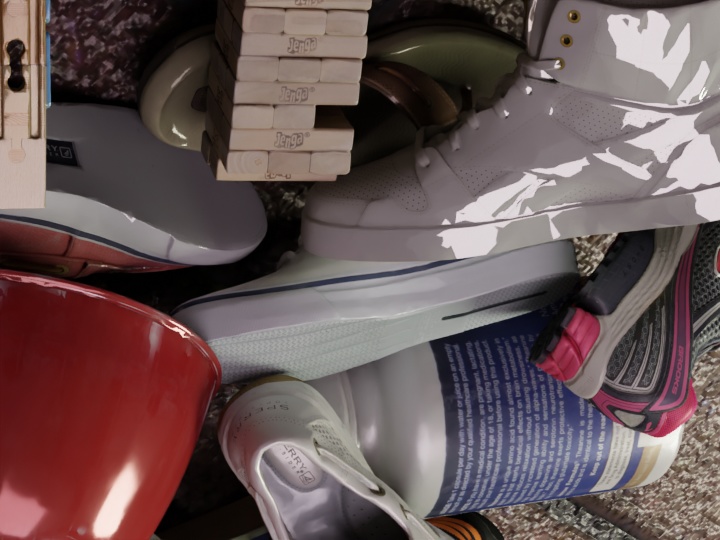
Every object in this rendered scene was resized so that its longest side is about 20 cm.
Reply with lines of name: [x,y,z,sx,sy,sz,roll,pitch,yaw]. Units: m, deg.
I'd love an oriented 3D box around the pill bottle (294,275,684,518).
pill bottle: [0.050,0.064,1.036,0.200,0.111,0.111,-6,130,-21]

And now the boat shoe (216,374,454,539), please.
boat shoe: [0.005,0.139,0.951,0.071,0.069,0.200,-38,111,7]

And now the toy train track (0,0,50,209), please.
toy train track: [-0.136,-0.125,0.812,0.114,0.033,0.201,-2,105,-14]

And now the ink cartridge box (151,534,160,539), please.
ink cartridge box: [-0.090,0.240,1.060,0.084,0.146,0.200,-29,130,17]

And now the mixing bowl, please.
mixing bowl: [-0.162,0.087,0.897,0.200,0.109,0.200,2,156,1]

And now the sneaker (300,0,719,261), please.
sneaker: [0.065,-0.071,0.880,0.199,0.074,0.116,-9,112,6]

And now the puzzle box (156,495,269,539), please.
puzzle box: [-0.042,0.197,1.165,0.133,0.025,0.200,-22,134,-7]

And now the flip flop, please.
flip flop: [-0.002,-0.070,0.932,0.200,0.058,0.081,1,128,-32]

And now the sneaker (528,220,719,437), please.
sneaker: [0.156,0.001,1.001,0.200,0.075,0.081,-50,177,-35]

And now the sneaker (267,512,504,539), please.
sneaker: [0.035,0.162,1.090,0.200,0.090,0.070,17,96,-55]

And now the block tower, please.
block tower: [-0.024,-0.132,0.839,0.058,0.054,0.200,-1,115,-16]

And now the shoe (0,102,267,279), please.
shoe: [-0.142,-0.023,0.908,0.200,0.072,0.091,10,140,-40]

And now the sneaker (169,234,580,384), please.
sneaker: [0.000,0.000,0.959,0.200,0.071,0.073,-12,157,-21]
